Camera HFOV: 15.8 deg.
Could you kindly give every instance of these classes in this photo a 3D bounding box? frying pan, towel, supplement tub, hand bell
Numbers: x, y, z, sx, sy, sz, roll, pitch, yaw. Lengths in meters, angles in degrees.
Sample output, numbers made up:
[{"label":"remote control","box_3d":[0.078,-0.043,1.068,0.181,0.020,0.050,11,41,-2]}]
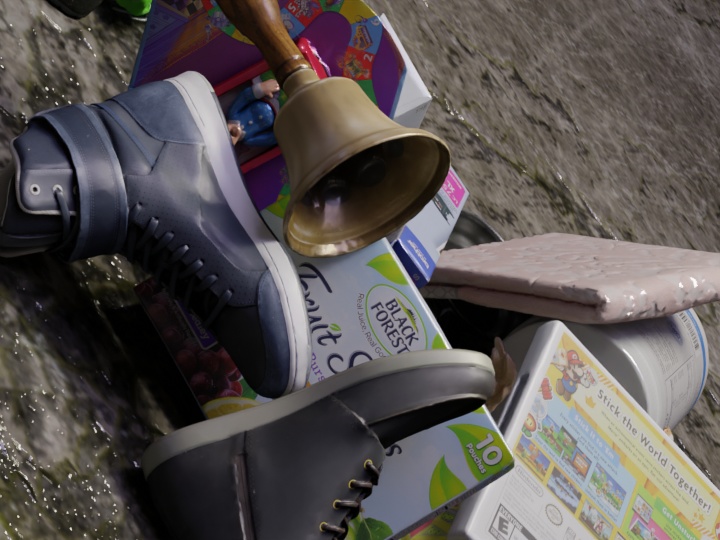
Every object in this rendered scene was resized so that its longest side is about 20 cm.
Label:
[{"label":"frying pan","box_3d":[0.083,0.033,1.898,0.115,0.031,0.191,35,39,-30]},{"label":"towel","box_3d":[0.156,0.006,1.831,0.200,0.190,0.032,-11,104,-48]},{"label":"supplement tub","box_3d":[0.172,0.079,1.881,0.132,0.132,0.200,56,22,4]},{"label":"hand bell","box_3d":[-0.040,-0.116,1.470,0.104,0.104,0.200,19,35,-56]}]

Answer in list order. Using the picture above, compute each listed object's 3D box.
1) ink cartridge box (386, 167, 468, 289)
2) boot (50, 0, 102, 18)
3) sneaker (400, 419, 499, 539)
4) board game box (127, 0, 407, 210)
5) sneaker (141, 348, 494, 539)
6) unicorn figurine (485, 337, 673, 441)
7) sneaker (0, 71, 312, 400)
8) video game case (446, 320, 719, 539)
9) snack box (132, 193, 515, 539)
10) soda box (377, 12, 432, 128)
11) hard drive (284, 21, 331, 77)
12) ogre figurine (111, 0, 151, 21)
[{"label":"ink cartridge box","box_3d":[0.000,0.000,1.655,0.042,0.119,0.200,53,21,-8]},{"label":"boot","box_3d":[-0.189,-0.250,1.615,0.200,0.130,0.068,33,30,-43]},{"label":"sneaker","box_3d":[0.071,0.155,1.618,0.078,0.090,0.200,47,24,-22]},{"label":"board game box","box_3d":[-0.064,-0.082,1.524,0.157,0.201,0.039,17,13,-2]},{"label":"sneaker","box_3d":[-0.009,0.118,1.401,0.075,0.199,0.107,82,-12,-71]},{"label":"unicorn figurine","box_3d":[0.145,0.147,1.763,0.200,0.138,0.074,47,28,22]},{"label":"sneaker","box_3d":[-0.121,-0.006,1.415,0.146,0.077,0.203,-14,67,-31]},{"label":"video game case","box_3d":[0.151,0.162,1.627,0.200,0.023,0.182,46,48,-21]},{"label":"snack box","box_3d":[-0.020,0.062,1.487,0.200,0.142,0.053,59,-2,11]},{"label":"soda box","box_3d":[-0.009,-0.093,1.711,0.068,0.063,0.200,60,-14,11]},{"label":"hard drive","box_3d":[-0.045,-0.083,1.641,0.132,0.027,0.200,52,-19,-9]},{"label":"ogre figurine","box_3d":[-0.138,-0.254,1.777,0.120,0.098,0.200,13,33,-43]}]
